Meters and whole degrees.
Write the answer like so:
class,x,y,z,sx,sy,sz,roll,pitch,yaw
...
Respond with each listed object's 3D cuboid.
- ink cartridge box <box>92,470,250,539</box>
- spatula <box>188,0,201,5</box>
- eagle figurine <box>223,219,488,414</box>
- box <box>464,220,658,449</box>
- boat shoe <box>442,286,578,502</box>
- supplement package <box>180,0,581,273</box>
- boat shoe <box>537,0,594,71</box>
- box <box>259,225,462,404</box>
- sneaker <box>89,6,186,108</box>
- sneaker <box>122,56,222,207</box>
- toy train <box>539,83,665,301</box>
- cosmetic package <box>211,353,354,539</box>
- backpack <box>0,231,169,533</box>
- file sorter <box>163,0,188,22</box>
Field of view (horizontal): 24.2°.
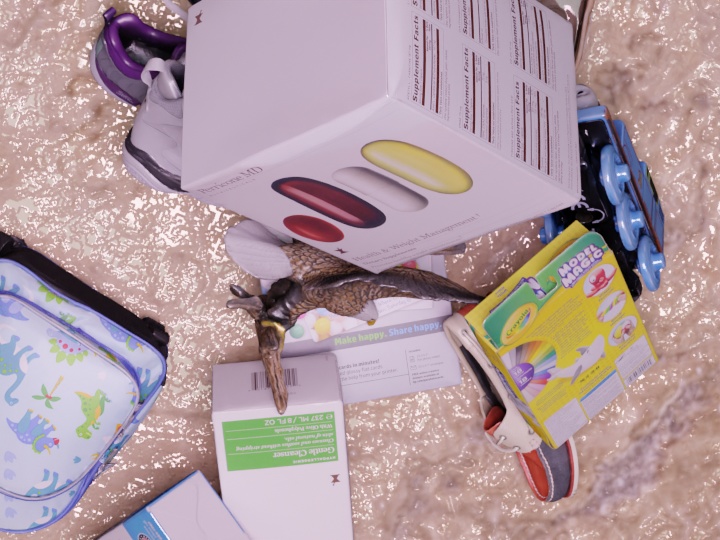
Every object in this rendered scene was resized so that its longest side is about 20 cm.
class,x,y,z,sx,sy,sz,roll,pitch,yaw
ink cartridge box,-0.169,0.255,1.368,0.116,0.067,0.200,54,134,0
spatula,-0.056,-0.172,1.358,0.200,0.057,0.021,31,61,-4
eagle figurine,0.002,0.001,1.315,0.200,0.151,0.152,-26,87,9
box,0.153,0.047,1.282,0.117,0.048,0.200,-40,145,-5
boat shoe,0.125,0.113,1.399,0.063,0.071,0.200,-30,112,-23
supplement package,0.014,-0.114,1.149,0.200,0.191,0.147,23,57,-42
boat shoe,0.156,-0.241,1.276,0.071,0.065,0.200,-1,100,-7
box,-0.006,0.009,1.396,0.156,0.041,0.200,-9,100,-5
sneaker,-0.124,-0.133,1.317,0.200,0.088,0.074,29,73,-3
sneaker,-0.077,-0.101,1.255,0.200,0.075,0.115,12,140,-3
toy train,0.186,-0.060,1.330,0.087,0.114,0.200,-10,137,21
cosmetic package,-0.061,0.176,1.372,0.108,0.085,0.200,-7,116,-2
backpack,-0.270,0.104,1.331,0.183,0.147,0.200,33,98,-8
file sorter,-0.055,-0.271,1.235,0.139,0.125,0.200,-6,69,29
